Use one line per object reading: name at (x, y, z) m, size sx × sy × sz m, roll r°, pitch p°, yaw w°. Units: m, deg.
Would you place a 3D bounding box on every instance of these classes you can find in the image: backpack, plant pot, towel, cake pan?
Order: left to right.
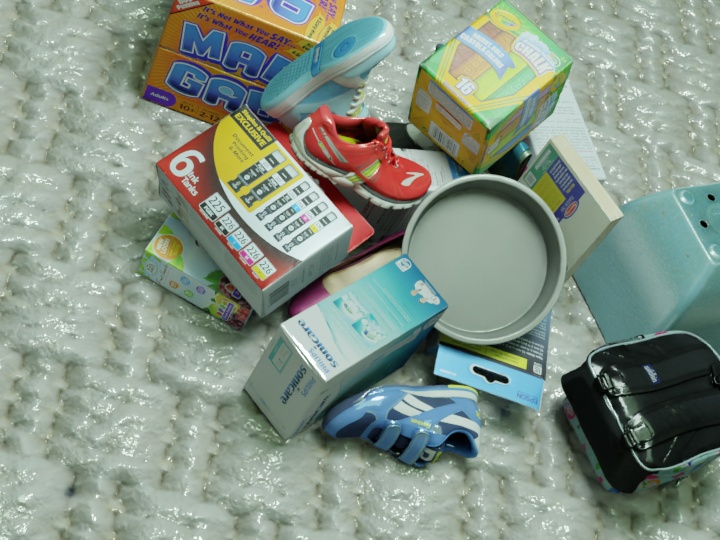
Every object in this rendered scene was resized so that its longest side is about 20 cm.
towel at (0.152, -0.191, 1.785) m, size 0.022 × 0.147 × 0.200 m, roll -28°, pitch 70°, yaw -19°
cake pan at (0.144, -0.013, 1.586) m, size 0.199 × 0.037 × 0.201 m, roll 0°, pitch 88°, yaw -8°
backpack at (0.358, 0.170, 1.621) m, size 0.199 × 0.151 × 0.178 m, roll -16°, pitch 67°, yaw -24°
plant pot at (0.423, -0.012, 1.746) m, size 0.196 × 0.200 × 0.196 m, roll -8°, pitch 61°, yaw -29°

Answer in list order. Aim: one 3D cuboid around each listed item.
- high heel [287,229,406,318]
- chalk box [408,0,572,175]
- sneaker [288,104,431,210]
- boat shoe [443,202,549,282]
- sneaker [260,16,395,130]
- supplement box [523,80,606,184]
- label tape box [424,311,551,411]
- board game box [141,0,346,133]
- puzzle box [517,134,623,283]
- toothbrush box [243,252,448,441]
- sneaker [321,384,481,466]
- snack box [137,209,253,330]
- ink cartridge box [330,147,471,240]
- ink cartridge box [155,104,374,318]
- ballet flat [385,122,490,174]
high heel at (0.000, 0.000, 1.612) m, size 0.200 × 0.096 × 0.067 m, roll -30°, pitch 73°, yaw -37°
chalk box at (0.175, -0.237, 1.659) m, size 0.124 × 0.124 × 0.200 m, roll 43°, pitch 68°, yaw 15°
sneaker at (0.014, -0.133, 1.551) m, size 0.199 × 0.085 × 0.077 m, roll 18°, pitch 41°, yaw -36°
boat shoe at (0.169, -0.041, 1.653) m, size 0.199 × 0.072 × 0.068 m, roll 31°, pitch 51°, yaw -1°
sneaker at (-0.008, -0.211, 1.581) m, size 0.131 × 0.200 × 0.080 m, roll 41°, pitch 43°, yaw -28°
supplement box at (0.246, -0.178, 1.846) m, size 0.103 × 0.101 × 0.201 m, roll -2°, pitch 58°, yaw -25°
label tape box at (0.157, 0.079, 1.650) m, size 0.143 × 0.066 × 0.201 m, roll 19°, pitch 54°, yaw -9°
board game box at (-0.140, -0.317, 1.704) m, size 0.199 × 0.200 × 0.200 m, roll 19°, pitch 51°, yaw -11°
puzzle box at (0.242, -0.061, 1.698) m, size 0.025 × 0.200 × 0.133 m, roll -20°, pitch 68°, yaw -34°
toothbrush box at (-0.017, 0.087, 1.514) m, size 0.200 × 0.147 × 0.085 m, roll -31°, pitch 74°, yaw -35°
sneaker at (0.054, 0.179, 1.529) m, size 0.199 × 0.074 × 0.083 m, roll -1°, pitch 62°, yaw -22°
snack box at (-0.156, -0.045, 1.601) m, size 0.142 × 0.053 × 0.200 m, roll 29°, pitch 51°, yaw -1°
ink cartridge box at (0.036, -0.095, 1.682) m, size 0.199 × 0.116 × 0.068 m, roll 2°, pitch 56°, yaw -23°
ink cartridge box at (-0.105, -0.081, 1.531) m, size 0.175 × 0.084 × 0.200 m, roll -36°, pitch 74°, yaw -19°
ballet flat at (0.110, -0.152, 1.780) m, size 0.200 × 0.069 × 0.068 m, roll 38°, pitch 25°, yaw 7°
